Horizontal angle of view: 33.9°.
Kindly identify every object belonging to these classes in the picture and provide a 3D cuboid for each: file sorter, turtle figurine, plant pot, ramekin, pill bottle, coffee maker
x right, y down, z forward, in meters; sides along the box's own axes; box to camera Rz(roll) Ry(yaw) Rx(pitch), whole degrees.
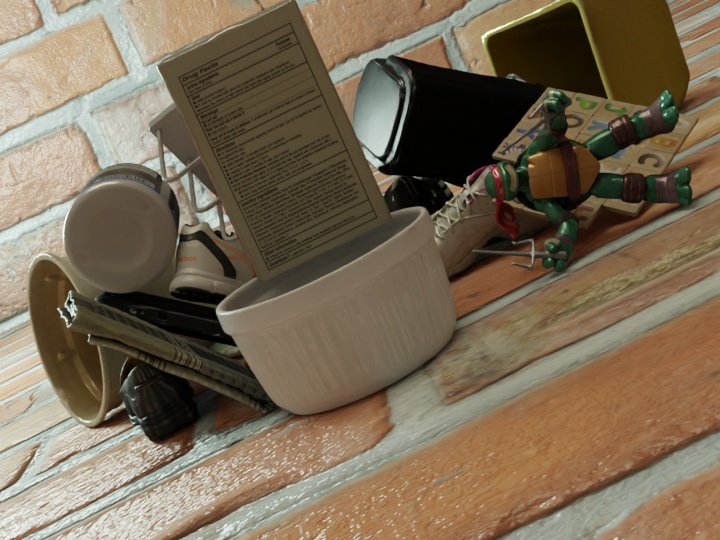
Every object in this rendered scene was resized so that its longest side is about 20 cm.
[{"bbox_3d":[-0.092,-0.094,1.182,0.138,0.200,0.125,-36,36,13],"label":"file sorter"},{"bbox_3d":[0.182,-0.087,1.034,0.197,0.152,0.101,-12,15,0],"label":"turtle figurine"},{"bbox_3d":[-0.263,0.055,1.377,0.182,0.203,0.199,-19,4,-34],"label":"plant pot"},{"bbox_3d":[-0.013,0.036,0.996,0.198,0.106,0.200,-25,10,4],"label":"ramekin"},{"bbox_3d":[0.313,-0.263,1.539,0.198,0.197,0.195,-24,7,-33],"label":"plant pot"},{"bbox_3d":[-0.248,-0.052,1.248,0.113,0.115,0.200,-26,14,-1],"label":"pill bottle"},{"bbox_3d":[0.113,-0.163,1.286,0.197,0.137,0.191,3,1,-27],"label":"coffee maker"}]

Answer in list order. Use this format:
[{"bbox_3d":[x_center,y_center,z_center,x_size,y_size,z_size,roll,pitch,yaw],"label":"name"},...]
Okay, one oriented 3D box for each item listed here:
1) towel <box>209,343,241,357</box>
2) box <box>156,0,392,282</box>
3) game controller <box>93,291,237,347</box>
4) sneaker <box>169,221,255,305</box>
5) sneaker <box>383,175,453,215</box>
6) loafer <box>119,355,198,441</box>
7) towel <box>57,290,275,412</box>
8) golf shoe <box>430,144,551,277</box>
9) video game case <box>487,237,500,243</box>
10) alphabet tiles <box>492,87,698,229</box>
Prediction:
[{"bbox_3d":[-0.074,0.050,1.340,0.199,0.024,0.152,-16,14,47],"label":"towel"},{"bbox_3d":[-0.072,-0.112,1.012,0.126,0.202,0.109,-24,10,0],"label":"box"},{"bbox_3d":[-0.174,0.057,1.212,0.197,0.043,0.104,12,-11,8],"label":"game controller"},{"bbox_3d":[-0.125,0.001,1.248,0.073,0.081,0.199,-5,-13,25],"label":"sneaker"},{"bbox_3d":[0.038,-0.057,1.371,0.115,0.076,0.200,-32,1,21],"label":"sneaker"},{"bbox_3d":[-0.211,0.115,1.196,0.072,0.073,0.200,-29,9,-17],"label":"loafer"},{"bbox_3d":[-0.182,0.076,1.075,0.035,0.198,0.192,-65,16,-2],"label":"towel"},{"bbox_3d":[0.110,-0.060,1.198,0.198,0.092,0.075,-29,47,-12],"label":"golf shoe"},{"bbox_3d":[0.129,-0.058,1.377,0.179,0.026,0.200,-20,11,33],"label":"video game case"},{"bbox_3d":[0.216,-0.112,1.153,0.165,0.008,0.200,17,47,28],"label":"alphabet tiles"}]
